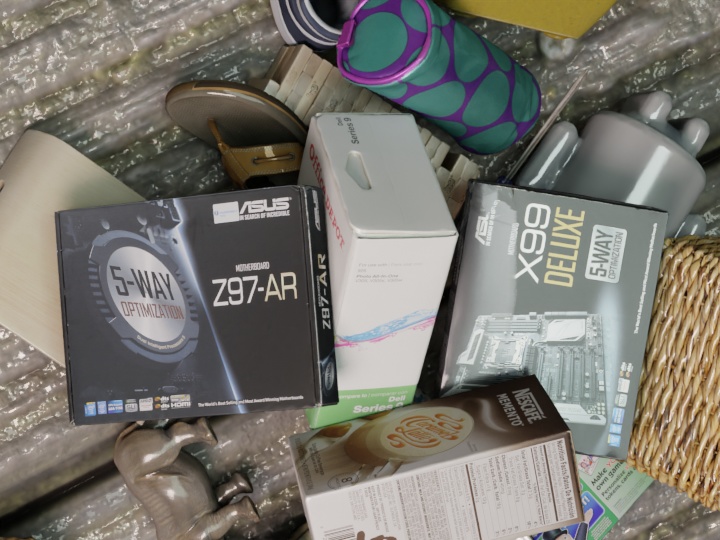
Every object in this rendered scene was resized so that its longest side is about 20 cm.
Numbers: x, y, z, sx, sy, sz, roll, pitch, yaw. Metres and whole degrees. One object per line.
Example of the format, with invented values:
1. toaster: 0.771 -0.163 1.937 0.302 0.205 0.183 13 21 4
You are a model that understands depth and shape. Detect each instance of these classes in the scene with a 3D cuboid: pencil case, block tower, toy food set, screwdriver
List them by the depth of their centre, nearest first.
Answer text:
1. toy food set: -0.211 0.006 1.488 0.200 0.060 0.144 35 74 -16
2. pencil case: 0.062 -0.154 1.498 0.200 0.092 0.086 24 89 -56
3. block tower: 0.005 -0.110 1.555 0.199 0.054 0.058 31 84 -20
4. screwdriver: 0.128 -0.087 1.569 0.028 0.029 0.201 31 114 -8

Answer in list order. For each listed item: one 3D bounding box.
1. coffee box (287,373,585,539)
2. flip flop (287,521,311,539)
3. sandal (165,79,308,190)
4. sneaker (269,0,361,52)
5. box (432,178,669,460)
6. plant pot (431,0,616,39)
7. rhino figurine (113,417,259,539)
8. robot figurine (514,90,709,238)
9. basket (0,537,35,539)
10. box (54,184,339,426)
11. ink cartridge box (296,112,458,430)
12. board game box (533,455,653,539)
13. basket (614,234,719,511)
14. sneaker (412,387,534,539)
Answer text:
1. coffee box: 0.055 0.154 1.437 0.199 0.114 0.080 -14 111 -5
2. flip flop: -0.003 0.202 1.539 0.081 0.058 0.200 14 120 -43
3. sandal: -0.070 -0.079 1.515 0.200 0.081 0.055 42 47 -25
4. sneaker: -0.049 -0.265 1.489 0.070 0.108 0.201 -25 103 -16
5. box: 0.147 0.037 1.520 0.157 0.050 0.202 10 95 -3
6. plant pot: 0.125 -0.294 1.513 0.194 0.194 0.201 11 101 -21
7. rhino figurine: -0.126 0.195 1.535 0.087 0.060 0.201 -25 105 4
8. robot figurine: 0.211 -0.052 1.603 0.169 0.113 0.201 34 84 -9
9. basket: -0.294 0.307 1.479 0.143 0.148 0.201 -33 108 -48
10. box: -0.120 0.027 1.407 0.199 0.044 0.162 -5 88 17
11. ink cartridge box: 0.000 0.000 1.469 0.087 0.146 0.201 -3 133 -16
12. board game box: 0.189 0.155 1.662 0.200 0.029 0.135 -46 107 -10
13. basket: 0.310 0.086 1.578 0.142 0.149 0.201 1 107 -47
14. sneaker: 0.066 0.185 1.577 0.086 0.075 0.201 -34 80 -1
